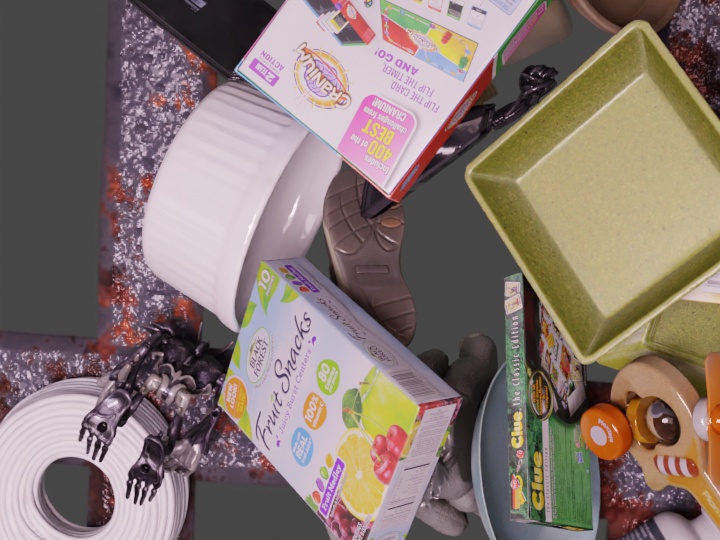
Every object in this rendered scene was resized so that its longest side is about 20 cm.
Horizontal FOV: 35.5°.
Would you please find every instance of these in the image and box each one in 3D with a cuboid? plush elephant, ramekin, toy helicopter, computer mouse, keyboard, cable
[{"bbox_3d":[0.026,0.155,0.973,0.153,0.199,0.167,-4,97,27],"label":"plush elephant"},{"bbox_3d":[-0.098,-0.060,0.944,0.097,0.200,0.203,25,97,10],"label":"ramekin"},{"bbox_3d":[0.278,0.155,0.907,0.078,0.133,0.201,-21,68,-33],"label":"toy helicopter"},{"bbox_3d":[0.078,-0.119,0.948,0.199,0.140,0.046,-36,89,16],"label":"computer mouse"},{"bbox_3d":[-0.126,-0.246,0.973,0.127,0.021,0.200,-41,64,-16],"label":"keyboard"},{"bbox_3d":[-0.260,0.204,1.043,0.197,0.069,0.203,-17,93,7],"label":"cable"}]

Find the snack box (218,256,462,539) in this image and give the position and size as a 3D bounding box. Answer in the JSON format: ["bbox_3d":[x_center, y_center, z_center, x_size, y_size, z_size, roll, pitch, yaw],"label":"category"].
[{"bbox_3d":[-0.024,0.102,0.875,0.200,0.053,0.144,41,121,37],"label":"snack box"}]

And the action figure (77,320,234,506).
[{"bbox_3d":[-0.174,0.116,0.973,0.118,0.200,0.102,38,112,-1],"label":"action figure"}]

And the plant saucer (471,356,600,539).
[{"bbox_3d":[0.142,0.171,0.959,0.038,0.200,0.204,-13,95,37],"label":"plant saucer"}]

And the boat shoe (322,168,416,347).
[{"bbox_3d":[0.000,0.000,0.967,0.073,0.074,0.202,5,51,-11],"label":"boat shoe"}]

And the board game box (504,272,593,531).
[{"bbox_3d":[0.159,0.112,0.948,0.023,0.104,0.203,-12,67,37],"label":"board game box"}]

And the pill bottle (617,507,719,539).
[{"bbox_3d":[0.263,0.282,0.976,0.199,0.120,0.120,-36,91,7],"label":"pill bottle"}]

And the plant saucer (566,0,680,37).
[{"bbox_3d":[0.203,-0.288,0.919,0.029,0.198,0.203,-5,97,49],"label":"plant saucer"}]

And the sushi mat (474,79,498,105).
[{"bbox_3d":[0.061,-0.144,0.919,0.095,0.200,0.012,-35,78,8],"label":"sushi mat"}]

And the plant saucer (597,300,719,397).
[{"bbox_3d":[0.326,0.017,0.974,0.197,0.048,0.202,18,97,4],"label":"plant saucer"}]

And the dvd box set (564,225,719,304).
[{"bbox_3d":[0.241,-0.052,0.942,0.198,0.029,0.149,6,90,34],"label":"dvd box set"}]

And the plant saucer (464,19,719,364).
[{"bbox_3d":[0.212,-0.061,0.913,0.199,0.048,0.201,-40,69,26],"label":"plant saucer"}]

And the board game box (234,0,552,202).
[{"bbox_3d":[0.028,-0.175,0.804,0.153,0.040,0.201,40,97,11],"label":"board game box"}]

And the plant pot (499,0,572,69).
[{"bbox_3d":[0.054,-0.254,0.919,0.198,0.177,0.202,-24,92,7],"label":"plant pot"}]
